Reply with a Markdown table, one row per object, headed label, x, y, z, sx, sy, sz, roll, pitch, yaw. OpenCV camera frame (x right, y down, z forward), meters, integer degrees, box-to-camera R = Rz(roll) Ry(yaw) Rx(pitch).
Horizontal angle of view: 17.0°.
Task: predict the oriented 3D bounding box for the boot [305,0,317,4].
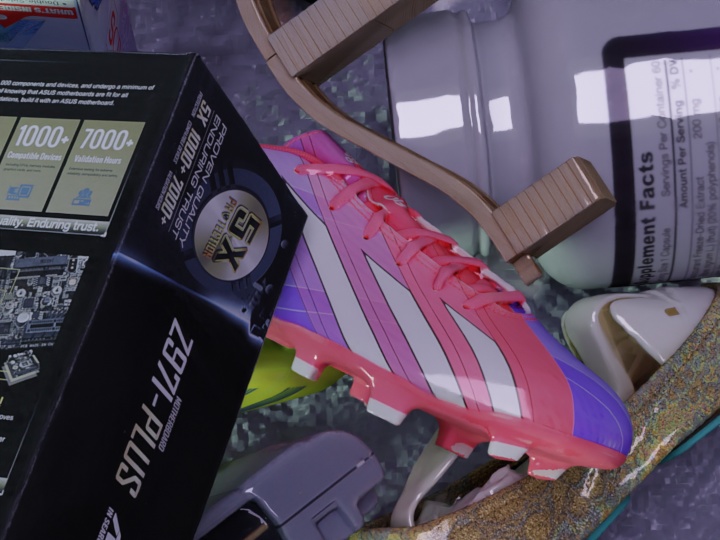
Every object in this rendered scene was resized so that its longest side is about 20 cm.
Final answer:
| label | x | y | z | sx | sy | sz | roll | pitch | yaw |
| --- | --- | --- | --- | --- | --- | --- | --- | --- | --- |
| boot | -0.046 | -0.205 | 0.823 | 0.168 | 0.076 | 0.201 | 23 | 80 | -30 |

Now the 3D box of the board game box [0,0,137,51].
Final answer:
| label | x | y | z | sx | sy | sz | roll | pitch | yaw |
| --- | --- | --- | --- | --- | --- | --- | --- | --- | --- |
| board game box | -0.174 | -0.079 | 0.768 | 0.199 | 0.200 | 0.041 | 6 | 70 | 2 |

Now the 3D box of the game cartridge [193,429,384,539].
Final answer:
| label | x | y | z | sx | sy | sz | roll | pitch | yaw |
| --- | --- | --- | --- | --- | --- | --- | --- | --- | --- |
| game cartridge | -0.092 | 0.120 | 0.742 | 0.200 | 0.133 | 0.041 | -36 | 90 | -22 |

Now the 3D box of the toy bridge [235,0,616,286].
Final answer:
| label | x | y | z | sx | sy | sz | roll | pitch | yaw |
| --- | --- | --- | --- | --- | --- | --- | --- | --- | --- |
| toy bridge | 0.002 | -0.080 | 0.751 | 0.067 | 0.027 | 0.200 | -34 | 77 | 13 |

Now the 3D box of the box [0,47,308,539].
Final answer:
| label | x | y | z | sx | sy | sz | roll | pitch | yaw |
| --- | --- | --- | --- | --- | --- | --- | --- | --- | --- |
| box | -0.140 | 0.024 | 0.691 | 0.200 | 0.086 | 0.164 | 4 | 60 | 27 |

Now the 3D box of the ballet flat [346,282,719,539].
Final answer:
| label | x | y | z | sx | sy | sz | roll | pitch | yaw |
| --- | --- | --- | --- | --- | --- | --- | --- | --- | --- |
| ballet flat | 0.074 | 0.047 | 0.777 | 0.200 | 0.071 | 0.071 | -39 | 78 | -22 |

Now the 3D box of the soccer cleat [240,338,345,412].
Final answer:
| label | x | y | z | sx | sy | sz | roll | pitch | yaw |
| --- | --- | --- | --- | --- | --- | --- | --- | --- | --- |
| soccer cleat | -0.099 | 0.043 | 0.813 | 0.200 | 0.084 | 0.065 | -9 | 35 | -14 |

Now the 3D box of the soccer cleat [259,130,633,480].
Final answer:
| label | x | y | z | sx | sy | sz | roll | pitch | yaw |
| --- | --- | --- | --- | --- | --- | --- | --- | --- | --- |
| soccer cleat | 0.000 | 0.000 | 0.738 | 0.200 | 0.067 | 0.077 | 24 | 86 | 28 |

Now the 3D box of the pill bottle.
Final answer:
| label | x | y | z | sx | sy | sz | roll | pitch | yaw |
| --- | --- | --- | --- | --- | --- | --- | --- | --- | --- |
| pill bottle | 0.110 | -0.052 | 0.799 | 0.199 | 0.111 | 0.112 | -5 | 75 | 0 |
